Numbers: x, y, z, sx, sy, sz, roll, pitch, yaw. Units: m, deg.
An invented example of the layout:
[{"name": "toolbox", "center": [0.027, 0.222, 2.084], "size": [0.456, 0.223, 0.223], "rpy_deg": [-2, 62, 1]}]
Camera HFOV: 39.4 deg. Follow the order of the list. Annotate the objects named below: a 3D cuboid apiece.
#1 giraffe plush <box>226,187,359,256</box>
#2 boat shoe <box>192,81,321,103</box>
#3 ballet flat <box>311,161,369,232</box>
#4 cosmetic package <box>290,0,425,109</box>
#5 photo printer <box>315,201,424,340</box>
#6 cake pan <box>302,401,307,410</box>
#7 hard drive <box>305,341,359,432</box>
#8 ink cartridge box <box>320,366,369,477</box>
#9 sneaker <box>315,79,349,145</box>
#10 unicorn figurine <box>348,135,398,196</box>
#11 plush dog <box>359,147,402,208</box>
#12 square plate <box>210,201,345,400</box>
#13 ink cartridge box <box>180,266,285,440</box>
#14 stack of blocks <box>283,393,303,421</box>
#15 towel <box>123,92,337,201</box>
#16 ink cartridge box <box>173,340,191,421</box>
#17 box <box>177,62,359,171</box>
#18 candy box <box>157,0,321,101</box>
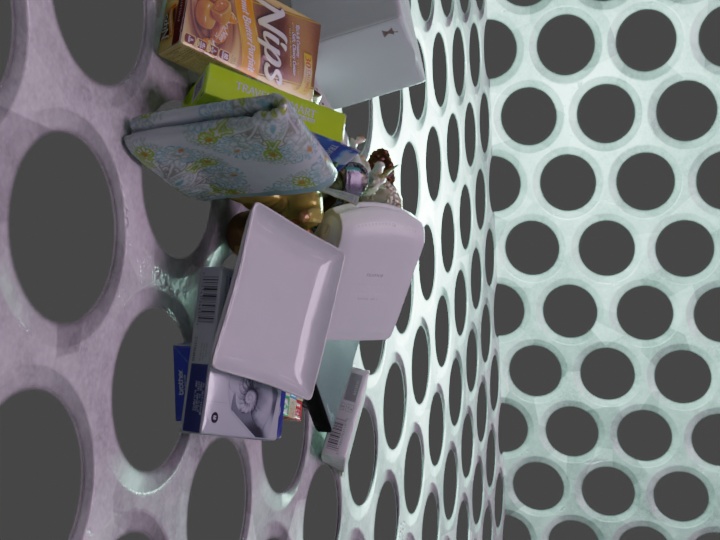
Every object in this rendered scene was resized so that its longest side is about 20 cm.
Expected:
[{"name": "giraffe plush", "center": [-0.116, -0.071, 1.347], "size": [0.173, 0.199, 0.163], "rpy_deg": [-49, 165, -51]}, {"name": "boat shoe", "center": [-0.138, -0.214, 1.321], "size": [0.200, 0.072, 0.066], "rpy_deg": [-10, 122, -45]}, {"name": "ballet flat", "center": [-0.077, -0.094, 1.445], "size": [0.072, 0.200, 0.072], "rpy_deg": [37, 32, -28]}, {"name": "cosmetic package", "center": [-0.009, -0.393, 1.558], "size": [0.168, 0.165, 0.201], "rpy_deg": [57, 21, -60]}, {"name": "photo printer", "center": [0.000, 0.000, 1.425], "size": [0.165, 0.069, 0.201], "rpy_deg": [4, 114, -38]}, {"name": "cake pan", "center": [-0.068, 0.131, 1.673], "size": [0.200, 0.036, 0.202], "rpy_deg": [0, 90, -73]}, {"name": "hard drive", "center": [-0.050, 0.138, 1.616], "size": [0.201, 0.033, 0.140], "rpy_deg": [-71, 155, -44]}, {"name": "ink cartridge box", "center": [-0.028, 0.273, 1.795], "size": [0.200, 0.050, 0.162], "rpy_deg": [100, 6, -70]}, {"name": "sneaker", "center": [-0.081, -0.236, 1.468], "size": [0.201, 0.072, 0.085], "rpy_deg": [59, -4, 32]}, {"name": "unicorn figurine", "center": [-0.029, -0.159, 1.505], "size": [0.138, 0.198, 0.074], "rpy_deg": [-76, 162, -52]}, {"name": "plush dog", "center": [-0.015, -0.107, 1.608], "size": [0.160, 0.170, 0.202], "rpy_deg": [-44, 133, -66]}, {"name": "square plate", "center": [-0.100, 0.042, 1.228], "size": [0.200, 0.028, 0.200], "rpy_deg": [30, 70, -53]}, {"name": "ink cartridge box", "center": [-0.133, 0.109, 1.253], "size": [0.200, 0.040, 0.201], "rpy_deg": [18, 76, -56]}, {"name": "stack of blocks", "center": [-0.122, 0.112, 1.462], "size": [0.115, 0.058, 0.202], "rpy_deg": [41, 52, -68]}, {"name": "towel", "center": [-0.145, -0.133, 1.148], "size": [0.171, 0.198, 0.049], "rpy_deg": [45, 42, -64]}, {"name": "ink cartridge box", "center": [-0.177, 0.130, 1.307], "size": [0.200, 0.044, 0.095], "rpy_deg": [-10, 99, -71]}, {"name": "box", "center": [-0.111, -0.169, 1.205], "size": [0.122, 0.199, 0.048], "rpy_deg": [-34, -136, 56]}, {"name": "candy box", "center": [-0.143, -0.284, 1.233], "size": [0.199, 0.055, 0.116], "rpy_deg": [19, 70, -39]}]
